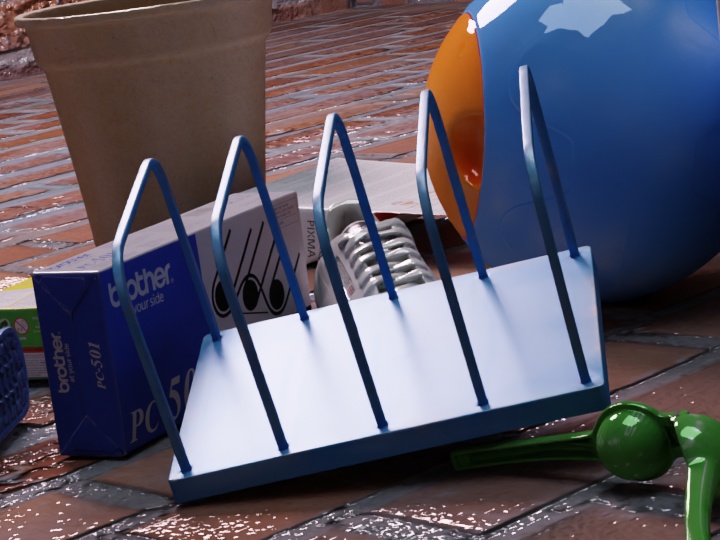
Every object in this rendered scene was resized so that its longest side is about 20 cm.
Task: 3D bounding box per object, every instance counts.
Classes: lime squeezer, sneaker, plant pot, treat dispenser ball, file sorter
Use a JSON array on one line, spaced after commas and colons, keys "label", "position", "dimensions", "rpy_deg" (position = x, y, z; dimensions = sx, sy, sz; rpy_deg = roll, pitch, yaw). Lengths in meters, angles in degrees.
[{"label": "lime squeezer", "position": [0.111, 0.084, 0.882], "dimensions": [0.071, 0.038, 0.200], "rpy_deg": [-45, 23, -13]}, {"label": "sneaker", "position": [0.013, 0.017, 1.135], "dimensions": [0.076, 0.081, 0.200], "rpy_deg": [-8, 14, -14]}, {"label": "plant pot", "position": [-0.147, -0.113, 1.628], "dimensions": [0.199, 0.184, 0.200], "rpy_deg": [-7, 12, 1]}, {"label": "treat dispenser ball", "position": [0.134, -0.082, 1.235], "dimensions": [0.200, 0.202, 0.201], "rpy_deg": [-7, 11, 1]}, {"label": "sneaker", "position": [-0.225, 0.072, 1.070], "dimensions": [0.078, 0.071, 0.200], "rpy_deg": [-10, 4, 8]}, {"label": "file sorter", "position": [0.000, 0.000, 0.986], "dimensions": [0.199, 0.123, 0.139], "rpy_deg": [-14, 24, 10]}]

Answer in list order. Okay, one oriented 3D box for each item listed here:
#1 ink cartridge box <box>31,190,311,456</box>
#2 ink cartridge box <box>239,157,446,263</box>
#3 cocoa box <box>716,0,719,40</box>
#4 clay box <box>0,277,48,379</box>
[{"label": "ink cartridge box", "position": [-0.092, 0.023, 1.138], "dimensions": [0.044, 0.095, 0.200], "rpy_deg": [-1, 12, 28]}, {"label": "ink cartridge box", "position": [0.022, -0.039, 1.522], "dimensions": [0.199, 0.057, 0.162], "rpy_deg": [9, 18, 31]}, {"label": "cocoa box", "position": [0.263, -0.074, 1.108], "dimensions": [0.133, 0.201, 0.131], "rpy_deg": [-3, 12, 21]}, {"label": "clay box", "position": [-0.142, 0.019, 1.310], "dimensions": [0.114, 0.048, 0.200], "rpy_deg": [-3, 11, 25]}]
